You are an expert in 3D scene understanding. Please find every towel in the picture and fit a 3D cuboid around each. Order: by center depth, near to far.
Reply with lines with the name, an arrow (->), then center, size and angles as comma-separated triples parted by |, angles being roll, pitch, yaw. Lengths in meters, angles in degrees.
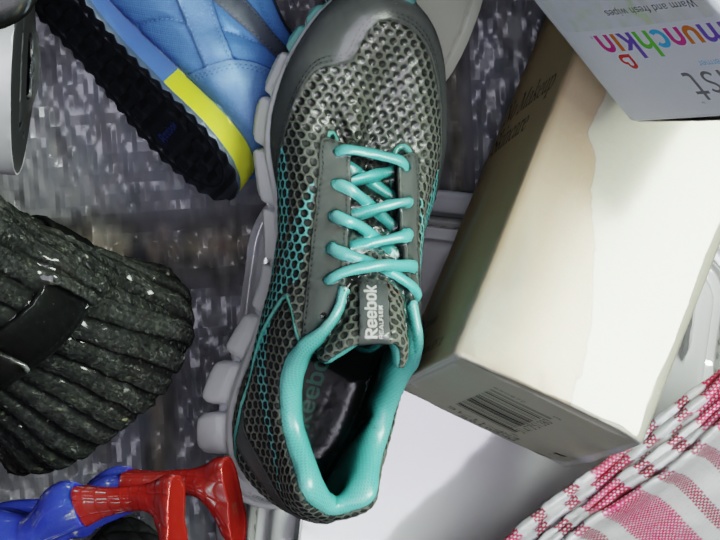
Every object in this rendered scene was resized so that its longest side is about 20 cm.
towel -> 0.114, 0.126, 1.079 | 0.200, 0.030, 0.146 | -40, 136, 8

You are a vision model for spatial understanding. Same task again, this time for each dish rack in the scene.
dish rack -> 0.049, 0.057, 1.101 | 0.198, 0.044, 0.173 | 6, 97, -9

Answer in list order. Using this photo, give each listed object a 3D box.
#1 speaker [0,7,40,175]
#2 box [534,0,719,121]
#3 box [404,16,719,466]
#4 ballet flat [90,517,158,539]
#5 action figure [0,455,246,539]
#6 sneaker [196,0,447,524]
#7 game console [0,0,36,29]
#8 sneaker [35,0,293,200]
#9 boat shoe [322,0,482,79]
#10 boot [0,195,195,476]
speaker -> -0.216, -0.079, 1.016 | 0.198, 0.081, 0.082 | 4, 98, -1
box -> 0.121, -0.180, 0.943 | 0.177, 0.096, 0.200 | 48, 67, -23
box -> 0.093, -0.037, 1.038 | 0.077, 0.095, 0.201 | 25, 75, -8
ballet flat -> -0.025, 0.161, 1.104 | 0.200, 0.057, 0.066 | 36, 127, -16
action figure -> -0.139, 0.124, 1.044 | 0.199, 0.065, 0.100 | -4, 92, 28
sneaker -> 0.000, 0.000, 1.010 | 0.077, 0.091, 0.201 | 5, 102, -22
game console -> -0.223, -0.167, 0.994 | 0.198, 0.176, 0.117 | -9, 129, -4
sneaker -> -0.086, -0.122, 1.052 | 0.078, 0.066, 0.200 | -44, 99, -21
boat shoe -> 0.006, -0.165, 1.052 | 0.072, 0.060, 0.203 | -10, 104, -41
boot -> -0.183, 0.025, 1.046 | 0.158, 0.210, 0.080 | 32, 52, -47
